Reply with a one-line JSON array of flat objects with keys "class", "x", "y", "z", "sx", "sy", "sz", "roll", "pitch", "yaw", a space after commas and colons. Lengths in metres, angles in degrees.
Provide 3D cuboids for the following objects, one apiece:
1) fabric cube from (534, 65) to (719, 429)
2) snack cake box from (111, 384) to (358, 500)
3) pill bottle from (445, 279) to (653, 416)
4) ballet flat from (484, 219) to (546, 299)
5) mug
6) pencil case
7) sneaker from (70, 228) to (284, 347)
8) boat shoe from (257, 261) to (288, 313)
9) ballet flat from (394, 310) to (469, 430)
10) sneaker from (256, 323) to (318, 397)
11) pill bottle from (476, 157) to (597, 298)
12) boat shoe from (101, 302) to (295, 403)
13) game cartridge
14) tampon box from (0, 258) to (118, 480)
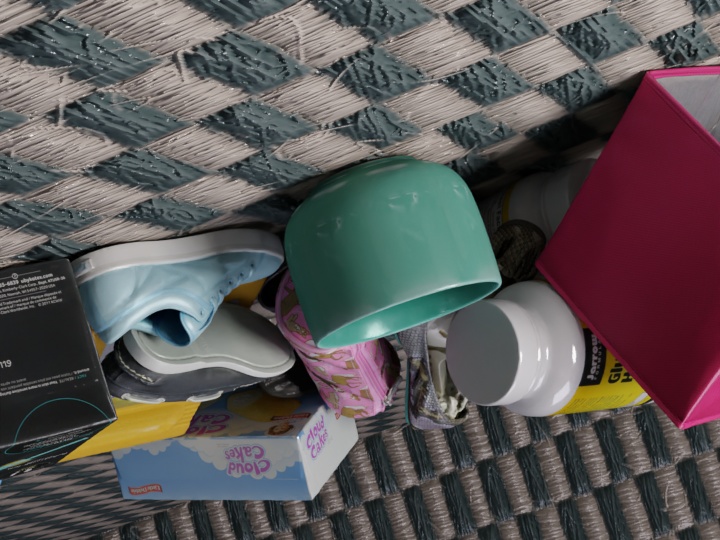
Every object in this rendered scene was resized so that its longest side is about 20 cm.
[{"class": "fabric cube", "x": 0.299, "y": -0.025, "z": 1.403, "sx": 0.200, "sy": 0.196, "sz": 0.199, "roll": -10, "pitch": 138, "yaw": -41}, {"class": "snack cake box", "x": -0.117, "y": 0.156, "z": 1.652, "sx": 0.200, "sy": 0.067, "sz": 0.115, "roll": -3, "pitch": -159, "yaw": 25}, {"class": "pill bottle", "x": 0.170, "y": 0.063, "z": 1.482, "sx": 0.200, "sy": 0.113, "sz": 0.112, "roll": -3, "pitch": 162, "yaw": -42}, {"class": "ballet flat", "x": 0.104, "y": 0.031, "z": 1.545, "sx": 0.200, "sy": 0.067, "sz": 0.046, "roll": -57, "pitch": -171, "yaw": 48}, {"class": "mug", "x": 0.019, "y": -0.016, "z": 1.374, "sx": 0.152, "sy": 0.114, "sz": 0.185, "roll": -19, "pitch": 171, "yaw": -3}, {"class": "pencil case", "x": -0.017, "y": 0.060, "z": 1.519, "sx": 0.086, "sy": 0.083, "sz": 0.200, "roll": 1, "pitch": 158, "yaw": 12}, {"class": "sneaker", "x": -0.135, "y": 0.020, "z": 1.381, "sx": 0.200, "sy": 0.082, "sz": 0.074, "roll": -10, "pitch": 168, "yaw": -41}, {"class": "boat shoe", "x": 0.000, "y": 0.000, "z": 1.556, "sx": 0.200, "sy": 0.073, "sz": 0.063, "roll": -18, "pitch": 174, "yaw": 25}, {"class": "ballet flat", "x": 0.066, "y": 0.060, "z": 1.532, "sx": 0.072, "sy": 0.072, "sz": 0.200, "roll": -17, "pitch": 131, "yaw": -9}, {"class": "sneaker", "x": -0.034, "y": 0.056, "z": 1.688, "sx": 0.200, "sy": 0.076, "sz": 0.116, "roll": -37, "pitch": -173, "yaw": -24}, {"class": "pill bottle", "x": 0.146, "y": -0.019, "z": 1.594, "sx": 0.114, "sy": 0.114, "sz": 0.200, "roll": -9, "pitch": 166, "yaw": -45}, {"class": "boat shoe", "x": -0.133, "y": 0.070, "z": 1.453, "sx": 0.060, "sy": 0.076, "sz": 0.200, "roll": -45, "pitch": 150, "yaw": 26}, {"class": "game cartridge", "x": -0.183, "y": 0.077, "z": 1.499, "sx": 0.176, "sy": 0.032, "sz": 0.200, "roll": -9, "pitch": 137, "yaw": -44}, {"class": "tampon box", "x": -0.293, "y": 0.089, "z": 1.341, "sx": 0.150, "sy": 0.126, "sz": 0.200, "roll": -13, "pitch": 169, "yaw": -27}]
